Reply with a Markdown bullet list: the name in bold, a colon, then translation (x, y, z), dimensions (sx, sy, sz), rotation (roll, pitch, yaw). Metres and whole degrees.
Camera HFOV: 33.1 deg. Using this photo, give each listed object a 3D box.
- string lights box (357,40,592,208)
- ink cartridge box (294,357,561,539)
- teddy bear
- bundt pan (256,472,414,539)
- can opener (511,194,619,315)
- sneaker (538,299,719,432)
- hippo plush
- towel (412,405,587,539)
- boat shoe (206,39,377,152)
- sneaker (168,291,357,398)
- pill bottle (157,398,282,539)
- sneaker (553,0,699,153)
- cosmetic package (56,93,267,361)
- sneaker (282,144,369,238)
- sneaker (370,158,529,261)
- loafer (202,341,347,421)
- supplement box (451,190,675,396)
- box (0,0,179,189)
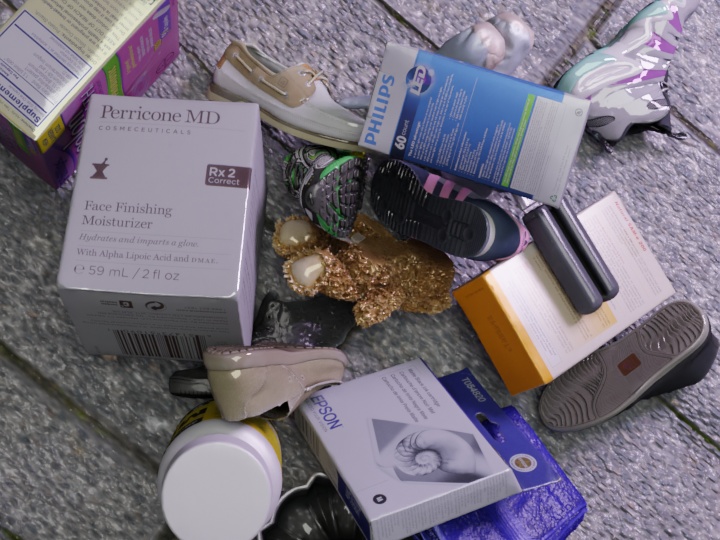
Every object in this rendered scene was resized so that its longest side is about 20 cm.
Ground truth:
- **string lights box**: translation (0.107, -0.138, 1.138), dimensions (0.198, 0.059, 0.104), rotation (19, 100, 10)
- **ink cartridge box**: translation (0.060, 0.160, 1.161), dimensions (0.198, 0.200, 0.041), rotation (-16, 124, -19)
- **teddy bear**: translation (0.000, 0.000, 1.221), dimensions (0.199, 0.067, 0.145), rotation (-5, 42, -44)
- **bundt pan**: translation (-0.013, 0.294, 1.182), dimensions (0.199, 0.076, 0.205), rotation (2, 80, -9)
- **can opener**: translation (0.193, -0.056, 1.180), dimensions (0.053, 0.067, 0.201), rotation (-30, 87, -30)
- **sneaker**: translation (0.287, 0.118, 1.266), dimensions (0.199, 0.106, 0.075), rotation (-34, 56, 14)
- **hippo plush**: translation (0.119, -0.158, 1.243), dimensions (0.199, 0.159, 0.162), rotation (-30, 95, -29)
- **towel**: translation (0.135, 0.234, 1.183), dimensions (0.199, 0.049, 0.148), rotation (-32, 87, -44)
- **boat shoe**: translation (-0.065, -0.177, 1.228), dimensions (0.198, 0.075, 0.069), rotation (23, 102, 18)
- **sneaker**: translation (-0.096, 0.072, 1.222), dimensions (0.197, 0.060, 0.106), rotation (-2, 81, -14)
- **pill bottle**: translation (-0.127, 0.186, 1.113), dimensions (0.113, 0.200, 0.116), rotation (0, 92, -4)
- **sneaker**: translation (0.324, -0.207, 1.331), dimensions (0.199, 0.078, 0.140), rotation (-39, 89, -4)
- **cosmetic package**: translation (-0.179, -0.036, 1.144), dimensions (0.163, 0.165, 0.202), rotation (3, 65, 0)
- **sneaker**: translation (-0.041, -0.082, 1.196), dimensions (0.084, 0.200, 0.079), rotation (8, 100, 2)
- **sneaker**: translation (0.088, -0.057, 1.230), dimensions (0.081, 0.200, 0.071), rotation (7, 110, -38)
- **loafer**: translation (-0.079, 0.102, 1.115), dimensions (0.075, 0.199, 0.069), rotation (3, 89, 31)
- **supplement box**: translation (0.209, 0.022, 1.243), dimensions (0.199, 0.073, 0.127), rotation (-29, 87, -27)
- **box**: translation (-0.275, -0.203, 1.182), dimensions (0.096, 0.176, 0.200), rotation (40, 76, 1)
